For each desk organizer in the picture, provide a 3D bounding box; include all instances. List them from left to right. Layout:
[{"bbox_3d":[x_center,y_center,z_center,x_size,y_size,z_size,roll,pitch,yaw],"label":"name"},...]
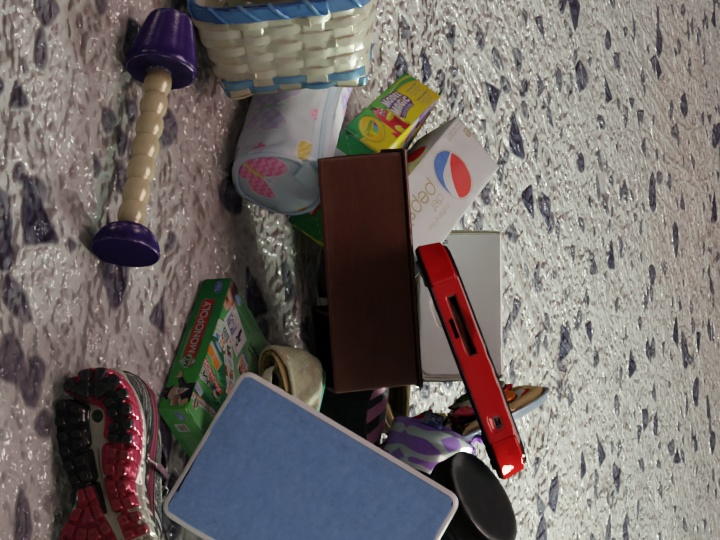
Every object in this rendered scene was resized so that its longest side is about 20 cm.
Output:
[{"bbox_3d":[0.000,0.000,1.545,0.072,0.077,0.201,-168,-106,-74],"label":"desk organizer"}]

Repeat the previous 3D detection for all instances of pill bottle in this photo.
[{"bbox_3d":[0.024,0.231,1.490,0.112,0.200,0.112,42,28,-28],"label":"pill bottle"}]

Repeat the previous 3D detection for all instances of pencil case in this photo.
[{"bbox_3d":[-0.049,-0.144,1.599,0.083,0.090,0.201,59,36,-43],"label":"pencil case"},{"bbox_3d":[0.043,0.226,1.614,0.084,0.085,0.201,78,29,-81],"label":"pencil case"}]

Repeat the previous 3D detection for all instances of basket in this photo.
[{"bbox_3d":[-0.067,-0.247,1.481,0.139,0.175,0.201,-89,176,-49],"label":"basket"}]

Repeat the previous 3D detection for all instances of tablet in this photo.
[{"bbox_3d":[-0.039,0.181,1.416,0.130,0.199,0.014,-59,173,-7],"label":"tablet"}]

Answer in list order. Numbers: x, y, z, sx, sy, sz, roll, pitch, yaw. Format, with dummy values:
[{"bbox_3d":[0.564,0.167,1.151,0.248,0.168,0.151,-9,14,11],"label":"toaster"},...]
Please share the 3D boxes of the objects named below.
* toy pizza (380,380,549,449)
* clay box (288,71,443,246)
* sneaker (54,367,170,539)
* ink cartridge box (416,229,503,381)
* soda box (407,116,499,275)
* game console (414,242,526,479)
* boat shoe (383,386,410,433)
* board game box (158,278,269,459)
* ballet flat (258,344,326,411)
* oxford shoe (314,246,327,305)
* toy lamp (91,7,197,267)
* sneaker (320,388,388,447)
[{"bbox_3d":[0.087,0.145,1.767,0.032,0.200,0.200,67,24,0],"label":"toy pizza"},{"bbox_3d":[0.009,-0.111,1.719,0.115,0.048,0.200,-57,177,30],"label":"clay box"},{"bbox_3d":[-0.165,0.169,1.295,0.075,0.080,0.201,17,71,-68],"label":"sneaker"},{"bbox_3d":[0.093,0.039,1.836,0.200,0.087,0.146,87,2,-86],"label":"ink cartridge box"},{"bbox_3d":[0.052,-0.060,1.698,0.068,0.064,0.200,51,42,-11],"label":"soda box"},{"bbox_3d":[0.087,0.073,1.535,0.177,0.031,0.201,144,-73,-87],"label":"game console"},{"bbox_3d":[0.024,0.056,1.762,0.073,0.063,0.202,15,75,-40],"label":"boat shoe"},{"bbox_3d":[-0.100,0.122,1.523,0.200,0.029,0.135,64,32,-43],"label":"board game box"},{"bbox_3d":[-0.072,0.155,1.492,0.062,0.067,0.201,26,56,-36],"label":"ballet flat"},{"bbox_3d":[-0.015,0.058,1.698,0.058,0.075,0.201,2,89,-41],"label":"oxford shoe"},{"bbox_3d":[-0.158,-0.104,1.375,0.058,0.058,0.201,47,44,-57],"label":"toy lamp"},{"bbox_3d":[-0.008,0.110,1.635,0.082,0.070,0.201,-10,111,-83],"label":"sneaker"}]
